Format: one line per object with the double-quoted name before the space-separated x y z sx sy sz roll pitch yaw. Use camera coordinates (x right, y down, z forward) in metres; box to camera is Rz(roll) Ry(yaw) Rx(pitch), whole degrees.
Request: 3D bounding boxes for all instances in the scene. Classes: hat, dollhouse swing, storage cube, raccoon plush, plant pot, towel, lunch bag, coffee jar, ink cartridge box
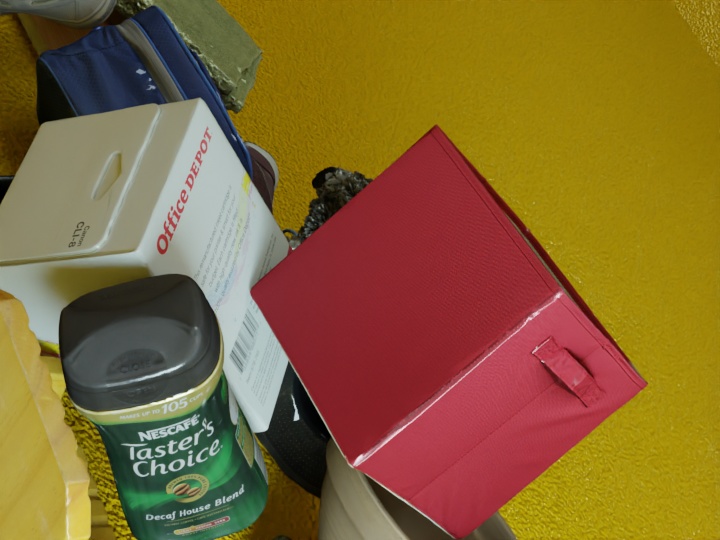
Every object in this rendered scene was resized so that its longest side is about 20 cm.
"hat" 0.004 0.086 1.298 0.201 0.200 0.081 47 23 -3
"dollhouse swing" -0.185 0.124 1.007 0.181 0.176 0.201 8 47 -50
"storage cube" 0.061 0.046 1.111 0.171 0.179 0.201 41 11 -51
"raccoon plush" 0.000 0.000 1.299 0.199 0.135 0.097 18 -14 40
"plant pot" 0.034 0.209 1.175 0.200 0.093 0.201 40 17 -15
"towel" -0.168 -0.230 1.411 0.200 0.036 0.149 44 20 -13
"lunch bag" -0.174 -0.114 1.302 0.131 0.136 0.201 -26 75 -20
"coffee jar" -0.127 0.093 1.037 0.201 0.103 0.086 77 0 -47
"ink cartridge box" -0.149 0.003 1.130 0.201 0.143 0.146 61 35 -41

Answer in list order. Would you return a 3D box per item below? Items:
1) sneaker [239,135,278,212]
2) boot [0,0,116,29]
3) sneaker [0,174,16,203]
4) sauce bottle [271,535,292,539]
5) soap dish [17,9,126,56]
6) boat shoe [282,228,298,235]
"sneaker" -0.145 -0.084 1.420 0.199 0.075 0.117 26 40 -37
"boot" -0.296 -0.253 1.292 0.096 0.198 0.074 41 65 -57
"sneaker" -0.247 -0.017 1.175 0.199 0.089 0.079 33 32 -37
"sauce bottle" -0.001 0.278 1.203 0.200 0.065 0.065 40 29 -20
"soap dish" -0.237 -0.240 1.464 0.157 0.081 0.201 2 52 -54
"boat shoe" -0.085 -0.003 1.395 0.199 0.084 0.069 8 58 -54
